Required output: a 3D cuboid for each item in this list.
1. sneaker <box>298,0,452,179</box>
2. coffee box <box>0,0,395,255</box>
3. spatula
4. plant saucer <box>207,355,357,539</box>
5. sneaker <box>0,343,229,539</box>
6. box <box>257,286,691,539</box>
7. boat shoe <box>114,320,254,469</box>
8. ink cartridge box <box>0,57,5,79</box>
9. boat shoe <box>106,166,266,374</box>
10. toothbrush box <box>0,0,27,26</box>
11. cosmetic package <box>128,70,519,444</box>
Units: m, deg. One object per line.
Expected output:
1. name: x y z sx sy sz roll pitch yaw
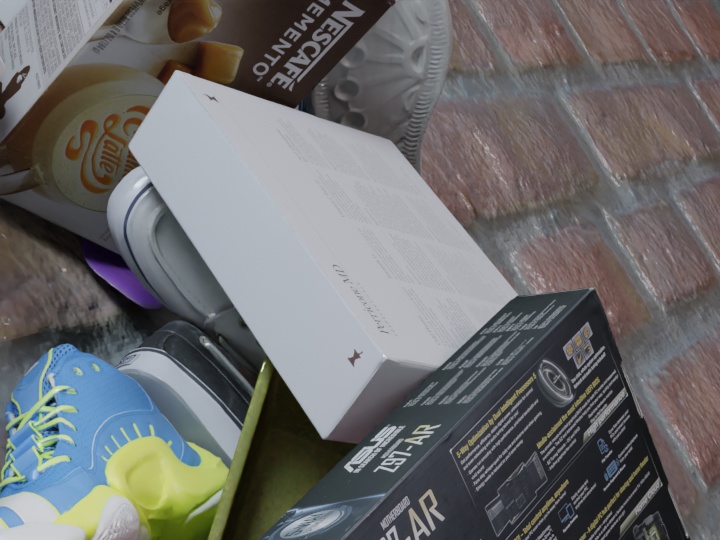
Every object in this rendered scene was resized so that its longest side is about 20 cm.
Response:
1. sneaker: 0.000 -0.125 0.973 0.147 0.080 0.201 -103 -170 -48
2. coffee box: -0.095 -0.111 0.855 0.114 0.200 0.080 28 30 -37
3. spatula: -0.097 -0.024 0.978 0.056 0.021 0.200 36 20 5
4. plant saucer: 0.002 0.162 0.781 0.199 0.048 0.201 25 73 -27
5. sneaker: -0.132 0.089 0.731 0.105 0.076 0.200 49 14 14
6. box: 0.056 0.124 0.677 0.200 0.043 0.161 -40 113 -43
7. boat shoe: -0.043 0.111 0.853 0.199 0.074 0.068 46 39 -1
8. ink cartridge box: -0.224 -0.151 0.711 0.146 0.084 0.200 60 -10 7
9. boat shoe: -0.040 0.016 0.872 0.200 0.074 0.067 37 -1 -36
10. toothbrush box: -0.133 -0.156 1.000 0.201 0.085 0.146 55 24 -6
11. cosmetic package: 0.000 0.000 0.794 0.150 0.052 0.200 17 28 -46
